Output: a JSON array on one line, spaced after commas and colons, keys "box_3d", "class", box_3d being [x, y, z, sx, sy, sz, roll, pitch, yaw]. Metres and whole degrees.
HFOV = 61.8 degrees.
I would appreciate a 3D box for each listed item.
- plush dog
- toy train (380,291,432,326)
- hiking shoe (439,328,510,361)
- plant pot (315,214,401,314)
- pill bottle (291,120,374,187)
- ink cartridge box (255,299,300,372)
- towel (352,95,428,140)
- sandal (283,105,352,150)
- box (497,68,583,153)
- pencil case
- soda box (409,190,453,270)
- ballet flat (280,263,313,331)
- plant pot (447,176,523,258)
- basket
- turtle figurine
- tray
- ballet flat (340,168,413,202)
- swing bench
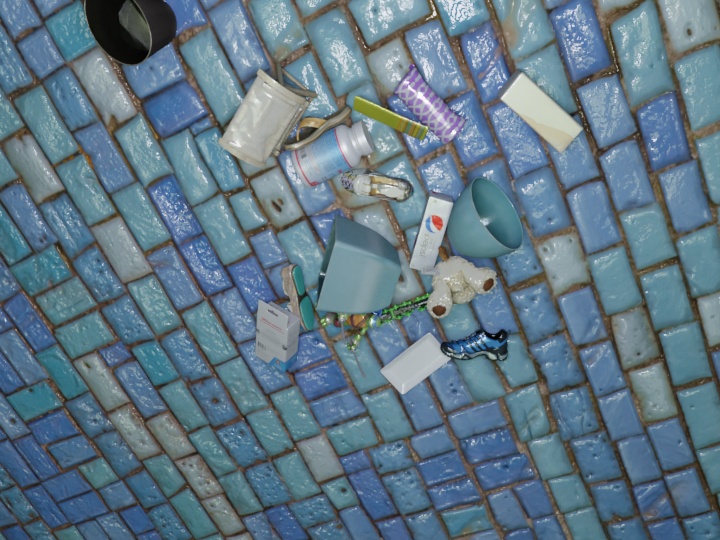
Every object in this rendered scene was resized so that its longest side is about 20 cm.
[{"box_3d": [0.254, 0.035, 1.592, 0.197, 0.163, 0.172, -29, 151, 5], "class": "plush dog"}, {"box_3d": [0.123, 0.107, 1.687, 0.196, 0.056, 0.043, -21, 95, 15], "class": "toy train"}, {"box_3d": [0.321, 0.202, 1.699, 0.194, 0.075, 0.089, 1, 105, -4], "class": "hiking shoe"}, {"box_3d": [0.000, 0.000, 1.593, 0.195, 0.197, 0.200, 15, 114, -9], "class": "plant pot"}, {"box_3d": [-0.068, -0.297, 1.518, 0.196, 0.109, 0.111, -22, 108, 16], "class": "pill bottle"}, {"box_3d": [-0.236, 0.174, 1.719, 0.114, 0.066, 0.204, 26, 125, 24], "class": "ink cartridge box"}, {"box_3d": [0.074, -0.378, 1.484, 0.196, 0.086, 0.018, 24, 83, -2], "class": "towel"}, {"box_3d": [-0.112, -0.363, 1.491, 0.198, 0.080, 0.055, -34, 117, -7], "class": "sandal"}, {"box_3d": [0.424, -0.380, 1.429, 0.199, 0.095, 0.078, 39, 113, -7], "class": "box"}, {"box_3d": [0.172, -0.401, 1.462, 0.199, 0.084, 0.086, 42, 76, -12], "class": "pencil case"}, {"box_3d": [0.186, -0.102, 1.590, 0.066, 0.064, 0.205, 14, 114, 0], "class": "soda box"}, {"box_3d": [-0.183, 0.077, 1.719, 0.066, 0.068, 0.206, -2, 108, 29], "class": "ballet flat"}, {"box_3d": [0.296, -0.112, 1.516, 0.200, 0.201, 0.134, 46, 131, -12], "class": "plant pot"}, {"box_3d": [-0.521, -0.579, 1.412, 0.134, 0.201, 0.182, -31, 105, 19], "class": "basket"}, {"box_3d": [-0.050, 0.155, 1.647, 0.191, 0.143, 0.205, 16, 81, 38], "class": "turtle figurine"}, {"box_3d": [0.162, 0.271, 1.767, 0.199, 0.022, 0.108, -40, 101, 20], "class": "tray"}, {"box_3d": [0.041, -0.219, 1.558, 0.194, 0.072, 0.074, 10, 114, 4], "class": "ballet flat"}, {"box_3d": [-0.221, -0.372, 1.457, 0.128, 0.201, 0.200, 35, 113, -8], "class": "swing bench"}]
